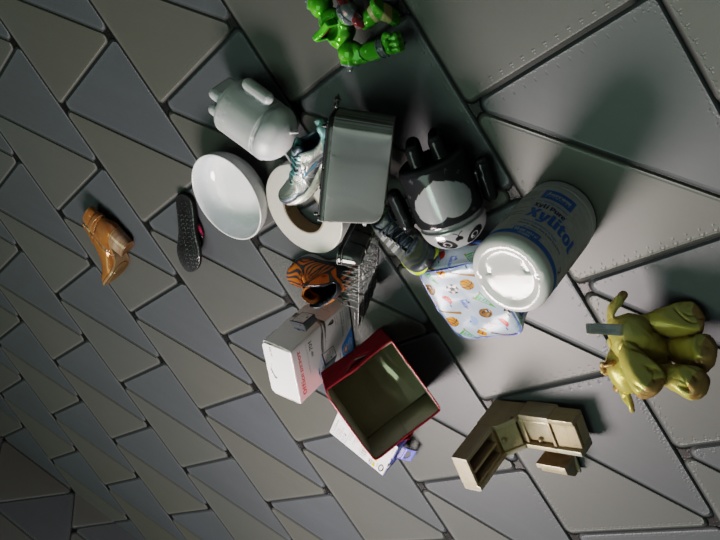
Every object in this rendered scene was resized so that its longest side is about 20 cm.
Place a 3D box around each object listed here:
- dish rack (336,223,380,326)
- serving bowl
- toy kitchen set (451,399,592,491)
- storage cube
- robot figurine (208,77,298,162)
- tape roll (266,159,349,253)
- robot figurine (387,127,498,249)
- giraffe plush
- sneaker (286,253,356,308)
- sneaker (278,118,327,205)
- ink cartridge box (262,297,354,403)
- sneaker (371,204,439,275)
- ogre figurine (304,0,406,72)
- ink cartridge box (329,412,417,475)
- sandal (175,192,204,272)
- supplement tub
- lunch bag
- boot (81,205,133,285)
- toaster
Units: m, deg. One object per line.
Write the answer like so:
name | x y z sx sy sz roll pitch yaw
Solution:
dish rack | 0.000 0.000 1.570 0.054 0.154 0.202 12 131 13
serving bowl | -0.270 -0.170 1.734 0.198 0.066 0.202 23 132 27
toy kitchen set | 0.323 0.374 1.542 0.198 0.180 0.165 -3 120 47
storage cube | 0.036 0.249 1.653 0.201 0.170 0.180 54 178 -8
robot figurine | -0.202 -0.289 1.547 0.199 0.113 0.171 35 147 15
tape roll | -0.107 -0.132 1.643 0.201 0.037 0.205 24 134 27
robot figurine | 0.138 -0.134 1.359 0.149 0.124 0.202 1 122 48
giraffe plush | 0.454 0.147 1.295 0.197 0.174 0.163 17 153 17
sneaker | -0.106 0.023 1.702 0.198 0.112 0.078 -5 117 43
sneaker | -0.104 -0.209 1.502 0.200 0.086 0.078 -48 45 26
ink cartridge box | -0.108 0.165 1.744 0.085 0.200 0.148 16 130 32
sneaker | 0.068 -0.060 1.448 0.081 0.074 0.200 31 -171 -41
ogre figurine | -0.019 -0.418 1.305 0.119 0.099 0.200 -32 109 37
ink cartridge box | 0.036 0.384 1.880 0.199 0.076 0.137 38 139 15
sandal | -0.405 -0.092 1.937 0.074 0.045 0.203 13 114 27
supplement tub | 0.273 -0.040 1.257 0.131 0.200 0.133 22 134 26
lunch bag | 0.211 0.039 1.441 0.159 0.076 0.201 -12 128 40
boot | -0.703 -0.066 2.180 0.155 0.077 0.201 40 136 7
toaster | -0.006 -0.187 1.366 0.117 0.181 0.203 7 106 1
